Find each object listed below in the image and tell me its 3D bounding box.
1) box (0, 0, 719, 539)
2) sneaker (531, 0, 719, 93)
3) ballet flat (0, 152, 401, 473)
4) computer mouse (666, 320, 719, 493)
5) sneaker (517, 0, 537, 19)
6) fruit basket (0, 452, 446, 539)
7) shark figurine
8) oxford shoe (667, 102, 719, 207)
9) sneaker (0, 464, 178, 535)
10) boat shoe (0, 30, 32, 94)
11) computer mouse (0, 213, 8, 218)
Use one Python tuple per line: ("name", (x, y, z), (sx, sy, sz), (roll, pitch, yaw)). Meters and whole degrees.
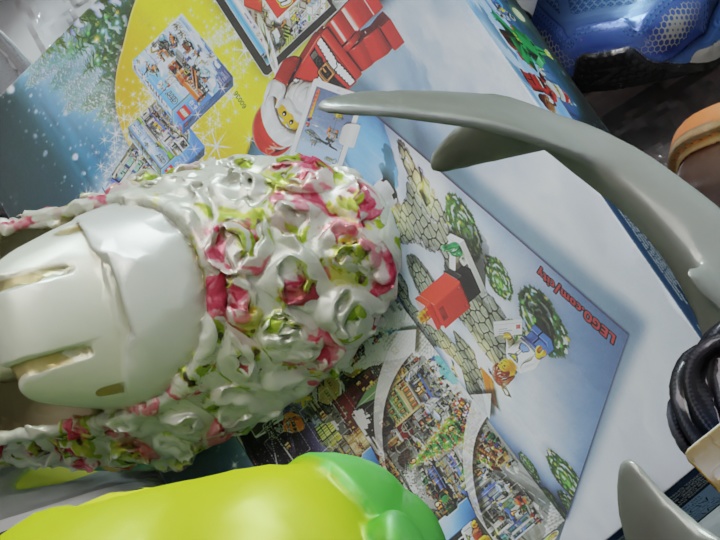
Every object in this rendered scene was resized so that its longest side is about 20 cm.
("box", (0.000, 0.000, 0.734), (0.137, 0.038, 0.200), (-42, 66, 21))
("sneaker", (0.069, -0.135, 0.847), (0.079, 0.089, 0.200), (-9, 51, 17))
("ballet flat", (-0.085, 0.019, 0.724), (0.200, 0.064, 0.076), (-17, 82, 29))
("computer mouse", (0.154, -0.001, 0.596), (0.110, 0.044, 0.200), (42, 77, 5))
("sneaker", (-0.024, -0.153, 0.816), (0.200, 0.084, 0.121), (22, 91, 20))
("fruit basket", (-0.077, 0.109, 0.640), (0.155, 0.216, 0.216), (29, 71, 39))
("shark figurine", (0.075, 0.052, 0.611), (0.128, 0.215, 0.089), (-9, 15, 28))
("oxford shoe", (0.146, 0.011, 0.659), (0.200, 0.071, 0.073), (17, 67, 35))
("sneaker", (-0.125, 0.094, 0.790), (0.200, 0.075, 0.076), (-17, 28, 11))
("boat shoe", (-0.165, -0.085, 0.854), (0.069, 0.200, 0.072), (-18, 42, 54))
("computer mouse", (-0.035, -0.050, 0.859), (0.138, 0.053, 0.200), (24, 68, 40))
